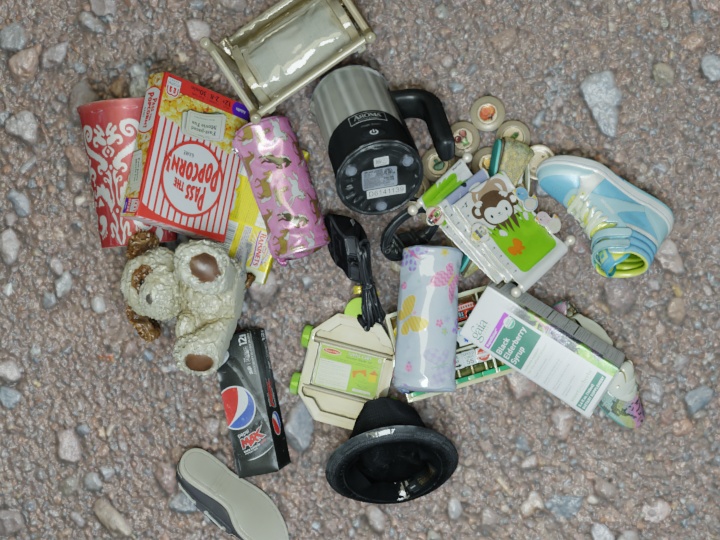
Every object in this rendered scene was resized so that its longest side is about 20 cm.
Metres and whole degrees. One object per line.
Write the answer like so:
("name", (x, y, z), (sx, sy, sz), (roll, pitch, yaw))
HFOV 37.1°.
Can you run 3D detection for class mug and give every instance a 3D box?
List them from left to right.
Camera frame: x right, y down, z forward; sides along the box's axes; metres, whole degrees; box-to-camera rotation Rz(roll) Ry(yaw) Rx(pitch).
("mug", (-0.304, -0.138, 1.520), (0.176, 0.133, 0.202), (-5, 92, 10))

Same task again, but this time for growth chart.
("growth chart", (0.176, -0.063, 1.406), (0.200, 0.018, 0.145), (40, 67, 1))

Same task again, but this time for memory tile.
("memory tile", (0.162, -0.132, 1.508), (0.200, 0.017, 0.153), (-45, 84, 5))

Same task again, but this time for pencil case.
("pencil case", (-0.110, -0.111, 1.489), (0.086, 0.083, 0.201), (-20, 90, 32))
("pencil case", (0.093, 0.065, 1.426), (0.083, 0.090, 0.202), (-2, 84, 43))

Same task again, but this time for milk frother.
("milk frother", (0.025, -0.142, 1.467), (0.179, 0.189, 0.201), (3, 130, -18))

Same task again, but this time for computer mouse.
("computer mouse", (0.000, 0.000, 1.463), (0.046, 0.200, 0.142), (-12, 108, -12))

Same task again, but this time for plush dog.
("plush dog", (-0.248, 0.021, 1.475), (0.170, 0.161, 0.201), (12, 118, 11))

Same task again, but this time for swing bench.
("swing bench", (-0.091, -0.313, 1.464), (0.198, 0.200, 0.130), (-33, 100, 8))

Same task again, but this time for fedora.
("fedora", (0.038, 0.236, 1.457), (0.199, 0.201, 0.092), (-16, 51, 8))

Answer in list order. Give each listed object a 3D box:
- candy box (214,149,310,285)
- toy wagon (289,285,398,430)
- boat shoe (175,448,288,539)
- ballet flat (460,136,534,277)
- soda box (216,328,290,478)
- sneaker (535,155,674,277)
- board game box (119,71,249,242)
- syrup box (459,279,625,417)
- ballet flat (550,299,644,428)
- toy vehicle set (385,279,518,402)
("candy box", (-0.152, -0.091, 1.548), (0.102, 0.026, 0.201), (20, 93, 5))
("toy wagon", (-0.010, 0.121, 1.520), (0.154, 0.040, 0.202), (14, 91, 8))
("boat shoe", (-0.186, 0.339, 1.544), (0.200, 0.073, 0.063), (42, 138, 1))
("ballet flat", (0.191, -0.081, 1.467), (0.070, 0.071, 0.202), (16, 92, 8))
("soda box", (-0.155, 0.186, 1.523), (0.063, 0.071, 0.202), (-13, 87, 11))
("sneaker", (0.312, -0.066, 1.426), (0.199, 0.080, 0.131), (26, 56, 6))
("board game box", (-0.240, -0.153, 1.489), (0.046, 0.151, 0.202), (3, 81, 46))
("syrup box", (0.237, 0.096, 1.403), (0.199, 0.081, 0.079), (33, 109, 11))
("ballet flat", (0.324, 0.124, 1.452), (0.200, 0.069, 0.071), (51, 138, 8))
("toy vehicle set", (0.143, 0.095, 1.483), (0.198, 0.027, 0.125), (-16, 87, -4))
